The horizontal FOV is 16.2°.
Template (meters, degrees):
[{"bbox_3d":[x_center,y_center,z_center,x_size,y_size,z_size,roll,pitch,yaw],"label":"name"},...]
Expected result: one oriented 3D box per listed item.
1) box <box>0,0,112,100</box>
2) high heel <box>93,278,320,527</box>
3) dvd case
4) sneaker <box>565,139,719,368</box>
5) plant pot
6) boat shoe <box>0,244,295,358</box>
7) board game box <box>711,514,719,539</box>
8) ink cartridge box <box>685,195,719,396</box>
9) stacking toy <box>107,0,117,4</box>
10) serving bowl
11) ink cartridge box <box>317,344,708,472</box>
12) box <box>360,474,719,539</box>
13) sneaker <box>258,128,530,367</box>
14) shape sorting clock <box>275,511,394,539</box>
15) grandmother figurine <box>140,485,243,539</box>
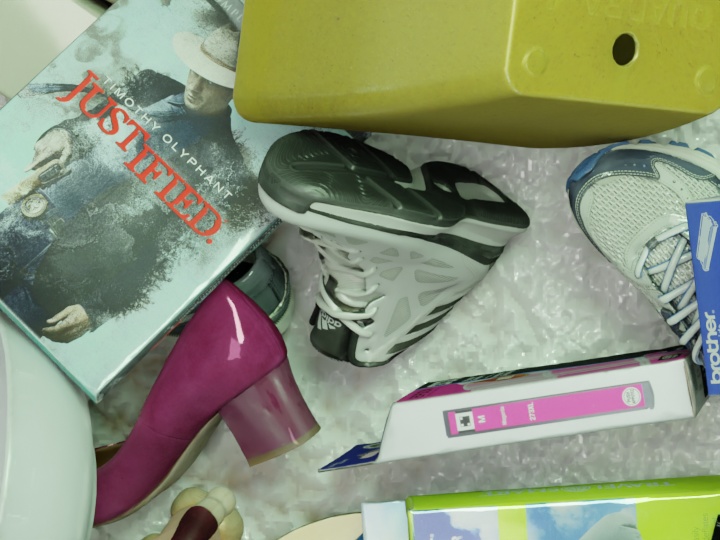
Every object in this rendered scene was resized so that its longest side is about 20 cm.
[{"bbox_3d":[-0.143,-0.107,1.361,0.200,0.082,0.068,34,99,6],"label":"box"},{"bbox_3d":[-0.118,0.074,1.360,0.200,0.067,0.096,-23,100,26],"label":"high heel"},{"bbox_3d":[-0.113,-0.052,1.287,0.146,0.022,0.200,44,77,10],"label":"dvd case"},{"bbox_3d":[0.184,0.012,1.256,0.200,0.085,0.077,38,114,-19],"label":"sneaker"},{"bbox_3d":[0.078,-0.156,1.214,0.176,0.199,0.201,14,99,55],"label":"plant pot"},{"bbox_3d":[-0.137,0.006,1.365,0.199,0.062,0.073,0,63,8],"label":"boat shoe"},{"bbox_3d":[0.243,0.196,1.226,0.200,0.023,0.105,18,93,46],"label":"board game box"},{"bbox_3d":[0.242,0.000,1.230,0.044,0.200,0.094,-4,94,47],"label":"ink cartridge box"},{"bbox_3d":[-0.096,-0.239,1.344,0.085,0.085,0.200,31,96,8],"label":"stacking toy"},{"bbox_3d":[-0.181,0.122,1.319,0.066,0.200,0.201,8,97,-21],"label":"serving bowl"},{"bbox_3d":[0.080,0.071,1.317,0.199,0.095,0.037,-12,92,13],"label":"ink cartridge box"},{"bbox_3d":[0.103,0.175,1.326,0.199,0.048,0.122,-4,94,0],"label":"box"},{"bbox_3d":[0.000,0.000,1.283,0.076,0.200,0.116,42,108,31],"label":"sneaker"},{"bbox_3d":[0.007,0.231,1.373,0.199,0.039,0.201,0,93,2],"label":"shape sorting clock"},{"bbox_3d":[-0.105,0.162,1.310,0.060,0.200,0.121,32,101,2],"label":"grandmother figurine"}]
